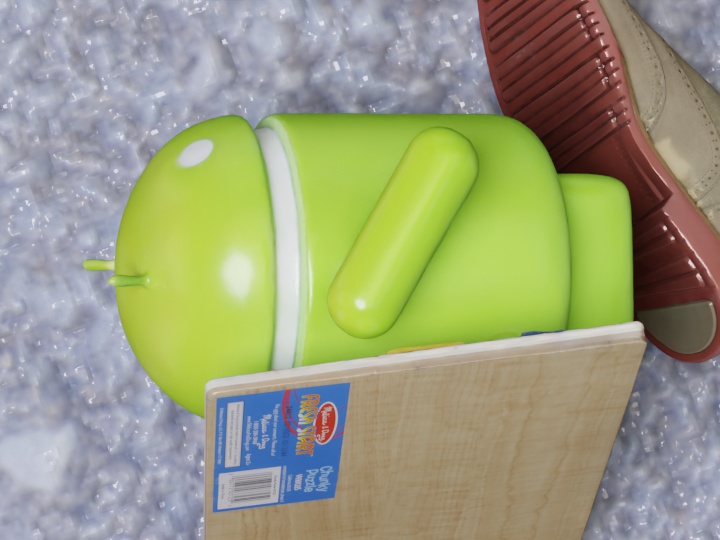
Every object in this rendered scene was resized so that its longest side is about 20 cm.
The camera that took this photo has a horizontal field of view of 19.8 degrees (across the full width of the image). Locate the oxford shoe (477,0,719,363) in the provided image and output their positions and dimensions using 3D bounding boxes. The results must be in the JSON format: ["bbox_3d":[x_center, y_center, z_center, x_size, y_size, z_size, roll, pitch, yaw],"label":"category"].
[{"bbox_3d":[0.113,-0.063,0.850,0.075,0.070,0.201,-26,90,-35],"label":"oxford shoe"}]

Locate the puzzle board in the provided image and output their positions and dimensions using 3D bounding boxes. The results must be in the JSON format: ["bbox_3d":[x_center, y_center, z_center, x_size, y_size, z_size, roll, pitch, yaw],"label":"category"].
[{"bbox_3d":[0.016,0.081,0.765,0.150,0.200,0.017,-6,56,-9],"label":"puzzle board"}]

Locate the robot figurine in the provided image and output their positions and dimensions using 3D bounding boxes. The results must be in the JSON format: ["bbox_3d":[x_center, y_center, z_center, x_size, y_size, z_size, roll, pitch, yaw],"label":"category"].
[{"bbox_3d":[0.000,0.000,0.765,0.199,0.175,0.116,-1,92,-15],"label":"robot figurine"}]
